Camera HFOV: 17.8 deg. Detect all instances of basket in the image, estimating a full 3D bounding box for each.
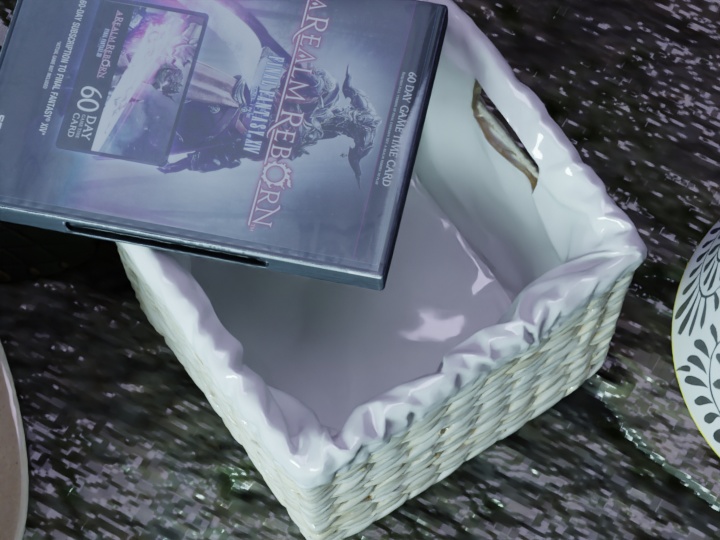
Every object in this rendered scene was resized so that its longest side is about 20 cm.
[{"bbox_3d":[0.000,0.000,1.108,0.199,0.161,0.199,-32,68,-13],"label":"basket"}]

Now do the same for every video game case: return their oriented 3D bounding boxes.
[{"bbox_3d":[-0.071,-0.075,1.050,0.199,0.019,0.144,10,66,9],"label":"video game case"}]

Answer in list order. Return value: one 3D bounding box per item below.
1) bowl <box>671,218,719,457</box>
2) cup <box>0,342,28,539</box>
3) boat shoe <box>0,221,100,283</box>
[{"bbox_3d":[0.258,0.017,1.129,0.199,0.094,0.202,0,65,1],"label":"bowl"},{"bbox_3d":[-0.265,0.073,1.081,0.142,0.200,0.201,-18,65,14],"label":"cup"},{"bbox_3d":[-0.232,-0.043,1.182,0.199,0.076,0.074,3,62,2],"label":"boat shoe"}]
